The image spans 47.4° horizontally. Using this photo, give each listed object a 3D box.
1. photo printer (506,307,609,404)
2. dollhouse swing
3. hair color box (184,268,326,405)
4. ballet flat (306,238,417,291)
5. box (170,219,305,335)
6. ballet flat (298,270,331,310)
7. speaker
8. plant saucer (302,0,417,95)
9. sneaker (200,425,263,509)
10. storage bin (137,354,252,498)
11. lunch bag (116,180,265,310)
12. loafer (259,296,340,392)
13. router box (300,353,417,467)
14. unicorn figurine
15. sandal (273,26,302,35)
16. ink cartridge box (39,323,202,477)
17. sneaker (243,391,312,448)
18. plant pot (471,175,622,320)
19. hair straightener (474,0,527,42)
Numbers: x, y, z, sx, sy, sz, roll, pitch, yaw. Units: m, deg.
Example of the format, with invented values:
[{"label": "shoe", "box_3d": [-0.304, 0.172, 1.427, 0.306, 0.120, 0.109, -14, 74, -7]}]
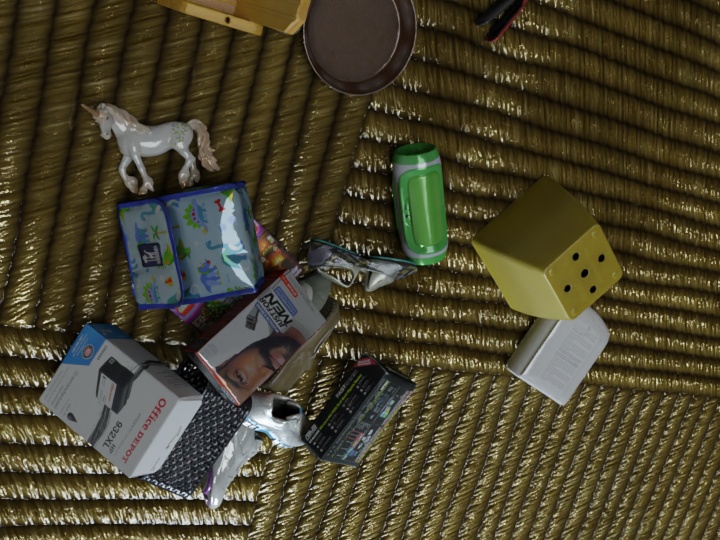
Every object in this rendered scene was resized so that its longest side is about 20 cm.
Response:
[{"label": "photo printer", "box_3d": [0.412, 0.157, 1.686, 0.166, 0.069, 0.201, 32, 93, -31]}, {"label": "dollhouse swing", "box_3d": [-0.167, -0.435, 1.120, 0.181, 0.176, 0.201, 10, 107, -27]}, {"label": "hair color box", "box_3d": [-0.162, 0.102, 1.290, 0.200, 0.064, 0.111, -44, 109, -25]}, {"label": "ballet flat", "box_3d": [0.000, 0.000, 1.414, 0.199, 0.072, 0.073, 13, 104, -14]}, {"label": "box", "box_3d": [-0.206, 0.024, 1.359, 0.200, 0.039, 0.137, -46, 120, -3]}, {"label": "ballet flat", "box_3d": [-0.123, 0.075, 1.387, 0.200, 0.067, 0.064, -49, 156, -8]}, {"label": "speaker", "box_3d": [0.104, -0.115, 1.427, 0.088, 0.088, 0.201, -17, 116, -19]}, {"label": "plant saucer", "box_3d": [-0.004, -0.381, 1.301, 0.199, 0.034, 0.202, -9, 113, -23]}, {"label": "sneaker", "box_3d": [-0.224, 0.332, 1.447, 0.099, 0.075, 0.201, 9, 105, -27]}, {"label": "storage bin", "box_3d": [-0.282, 0.252, 1.354, 0.094, 0.135, 0.201, 35, 92, -31]}, {"label": "lunch bag", "box_3d": [-0.261, -0.037, 1.248, 0.198, 0.127, 0.171, -9, 98, 4]}, {"label": "loafer", "box_3d": [-0.106, 0.130, 1.431, 0.200, 0.076, 0.067, -47, 143, -7]}, {"label": "router box", "box_3d": [0.000, 0.258, 1.499, 0.200, 0.062, 0.150, -53, 149, 1]}, {"label": "unicorn figurine", "box_3d": [-0.316, -0.184, 1.216, 0.199, 0.074, 0.138, -15, 104, -35]}, {"label": "sandal", "box_3d": [-0.107, -0.452, 1.215, 0.080, 0.054, 0.201, 0, 109, -25]}, {"label": "ink cartridge box", "box_3d": [-0.366, 0.196, 1.256, 0.146, 0.199, 0.084, -57, 164, 3]}, {"label": "sneaker", "box_3d": [-0.128, 0.259, 1.430, 0.200, 0.086, 0.075, 38, 47, -51]}, {"label": "plant pot", "box_3d": [0.366, -0.024, 1.532, 0.200, 0.176, 0.200, -40, 121, -7]}, {"label": "hair straightener", "box_3d": [0.265, -0.483, 1.387, 0.200, 0.041, 0.077, -47, 121, -3]}]
